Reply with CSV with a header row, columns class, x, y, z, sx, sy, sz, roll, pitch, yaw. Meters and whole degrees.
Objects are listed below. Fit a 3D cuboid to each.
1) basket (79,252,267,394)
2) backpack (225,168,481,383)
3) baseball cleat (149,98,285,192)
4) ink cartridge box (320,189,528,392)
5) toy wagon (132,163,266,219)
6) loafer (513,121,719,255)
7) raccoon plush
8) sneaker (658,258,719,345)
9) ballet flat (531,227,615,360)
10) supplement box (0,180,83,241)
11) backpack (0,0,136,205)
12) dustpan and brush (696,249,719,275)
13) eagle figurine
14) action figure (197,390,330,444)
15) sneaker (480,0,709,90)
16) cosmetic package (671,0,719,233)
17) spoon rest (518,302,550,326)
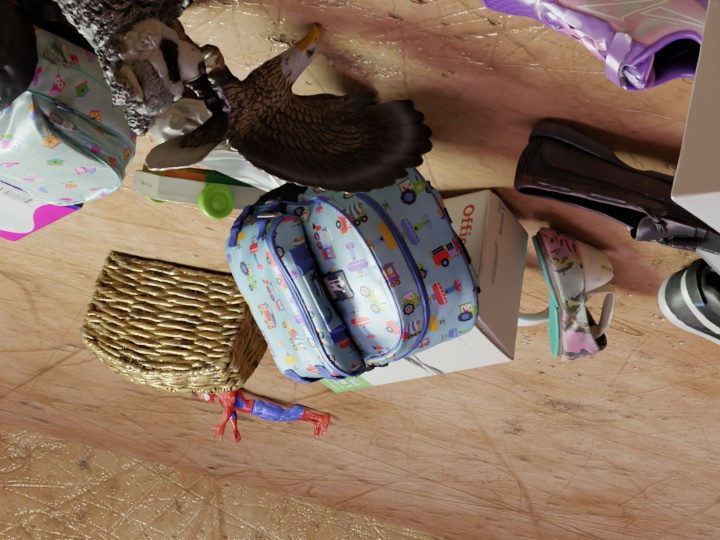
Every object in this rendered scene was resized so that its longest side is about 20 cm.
class,x,y,z,sx,sy,sz,roll,pitch,yaw
basket,-0.219,0.081,2.156,0.199,0.143,0.149,11,162,13
backpack,0.000,0.000,1.480,0.200,0.134,0.183,-6,110,61
baseball cleat,-0.096,-0.110,1.611,0.200,0.070,0.106,23,177,-18
ink cartridge box,0.049,0.021,1.666,0.199,0.146,0.084,-11,143,32
toy wagon,-0.113,-0.071,1.700,0.199,0.040,0.155,4,-174,-29
loafer,0.218,-0.050,1.448,0.200,0.063,0.072,27,160,7
raccoon plush,-0.205,-0.177,1.337,0.199,0.134,0.097,6,162,26
sneaker,0.386,0.048,1.665,0.199,0.073,0.112,20,164,-11
ballet flat,0.209,0.018,1.720,0.071,0.069,0.200,-12,143,4
supplement box,-0.336,-0.103,1.737,0.101,0.104,0.200,22,160,-25
backpack,-0.281,-0.141,1.532,0.166,0.127,0.200,-3,159,36
dustpan and brush,0.353,-0.044,1.461,0.140,0.057,0.200,41,158,-31
eagle figurine,-0.060,-0.124,1.412,0.200,0.152,0.151,31,137,-30
action figure,-0.155,0.231,2.666,0.199,0.099,0.065,21,161,-12
sneaker,0.168,-0.162,1.159,0.199,0.089,0.081,11,164,14
cosmetic package,0.302,-0.116,1.001,0.199,0.201,0.123,-2,159,43
spoon rest,0.118,0.009,1.789,0.199,0.061,0.099,18,162,-15
